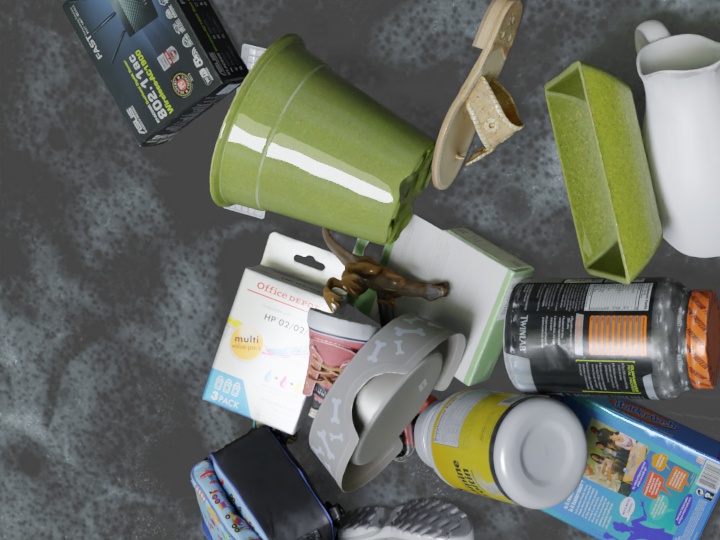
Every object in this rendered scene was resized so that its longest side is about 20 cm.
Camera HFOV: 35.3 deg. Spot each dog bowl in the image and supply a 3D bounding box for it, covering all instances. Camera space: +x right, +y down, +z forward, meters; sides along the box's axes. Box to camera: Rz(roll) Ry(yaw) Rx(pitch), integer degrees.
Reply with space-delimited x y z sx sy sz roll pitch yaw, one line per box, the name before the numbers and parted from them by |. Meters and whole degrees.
dog bowl | 0.025 0.130 1.161 0.059 0.200 0.200 36 118 18

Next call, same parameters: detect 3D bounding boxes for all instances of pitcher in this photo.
pitcher | 0.308 -0.128 1.062 0.121 0.172 0.200 -18 118 5

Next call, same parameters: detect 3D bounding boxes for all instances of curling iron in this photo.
curling iron | 0.031 0.118 1.265 0.049 0.026 0.201 -3 96 9

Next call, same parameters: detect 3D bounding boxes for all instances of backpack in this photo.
backpack | -0.108 0.313 1.354 0.183 0.134 0.200 48 153 38

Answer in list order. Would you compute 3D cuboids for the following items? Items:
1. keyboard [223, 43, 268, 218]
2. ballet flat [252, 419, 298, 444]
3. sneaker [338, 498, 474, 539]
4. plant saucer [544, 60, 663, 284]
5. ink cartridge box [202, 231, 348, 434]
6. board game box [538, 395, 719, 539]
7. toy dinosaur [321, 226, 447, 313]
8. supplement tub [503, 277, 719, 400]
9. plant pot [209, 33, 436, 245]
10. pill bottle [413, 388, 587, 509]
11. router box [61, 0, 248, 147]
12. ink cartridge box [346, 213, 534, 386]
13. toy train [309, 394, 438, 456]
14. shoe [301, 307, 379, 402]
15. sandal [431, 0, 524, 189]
keyboard | -0.125 -0.161 1.325 0.056 0.011 0.201 18 113 21
ballet flat | -0.098 0.124 1.373 0.062 0.067 0.201 7 118 13
sneaker | 0.057 0.326 1.353 0.200 0.075 0.082 -11 106 40
plant saucer | 0.232 -0.094 1.071 0.048 0.200 0.201 -14 93 1
ink cartridge box | -0.089 0.068 1.278 0.115 0.068 0.201 20 96 8
board game box | 0.281 0.219 1.216 0.200 0.045 0.152 25 115 18
toy dinosaur | 0.000 0.000 1.239 0.200 0.106 0.061 32 126 23
supplement tub | 0.254 0.068 1.140 0.199 0.122 0.123 0 105 26
plant pot | -0.027 -0.118 1.191 0.190 0.200 0.200 27 115 11
pill bottle | 0.140 0.184 1.200 0.200 0.112 0.112 -5 106 64
router box | -0.240 -0.267 1.316 0.150 0.062 0.200 -30 88 33
ink cartridge box | 0.079 0.015 1.257 0.200 0.048 0.146 34 118 31
toy train | 0.011 0.146 1.324 0.199 0.056 0.151 9 109 24
shoe | -0.023 0.095 1.168 0.071 0.200 0.091 17 85 9
sandal | 0.138 -0.168 1.154 0.070 0.078 0.212 26 110 24
